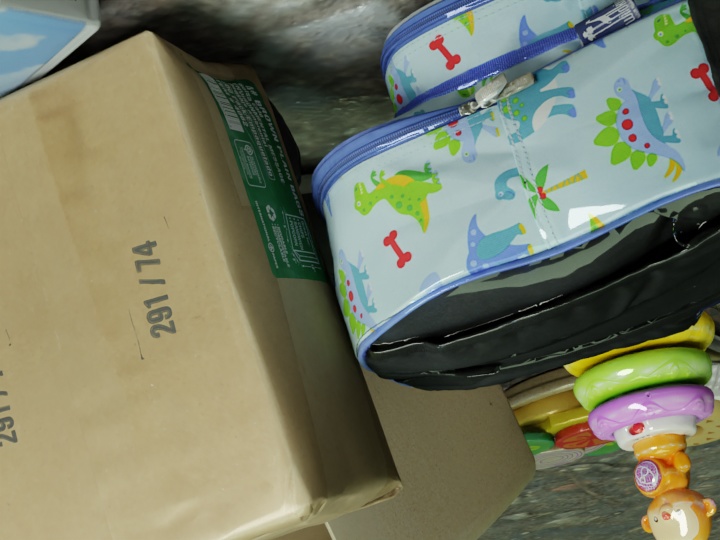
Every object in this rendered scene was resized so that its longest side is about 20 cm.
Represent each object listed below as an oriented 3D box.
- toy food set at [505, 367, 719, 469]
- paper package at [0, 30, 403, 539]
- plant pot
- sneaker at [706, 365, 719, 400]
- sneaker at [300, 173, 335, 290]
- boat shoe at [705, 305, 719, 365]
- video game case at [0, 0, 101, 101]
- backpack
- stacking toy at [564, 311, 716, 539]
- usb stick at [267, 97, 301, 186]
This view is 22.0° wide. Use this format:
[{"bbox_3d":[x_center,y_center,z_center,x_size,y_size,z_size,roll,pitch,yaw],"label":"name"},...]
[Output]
[{"bbox_3d":[0.185,0.113,1.429,0.197,0.049,0.200,-17,161,20],"label":"toy food set"},{"bbox_3d":[-0.106,0.033,0.759,0.190,0.201,0.103,-23,171,17],"label":"paper package"},{"bbox_3d":[-0.020,0.104,1.082,0.176,0.201,0.200,-18,170,-38],"label":"plant pot"},{"bbox_3d":[0.305,0.036,1.223,0.079,0.079,0.200,11,151,-35],"label":"sneaker"},{"bbox_3d":[0.000,0.000,0.922,0.198,0.100,0.071,-10,160,-6],"label":"sneaker"},{"bbox_3d":[0.162,0.036,1.164,0.199,0.065,0.073,-3,162,-17],"label":"boat shoe"},{"bbox_3d":[-0.227,-0.072,0.711,0.181,0.022,0.200,6,155,-40],"label":"video game case"},{"bbox_3d":[0.081,-0.038,0.770,0.199,0.148,0.183,-24,161,10],"label":"backpack"},{"bbox_3d":[0.154,0.057,1.010,0.116,0.201,0.109,-21,159,32],"label":"stacking toy"},{"bbox_3d":[-0.093,-0.023,0.873,0.032,0.056,0.200,-17,170,-41],"label":"usb stick"}]
